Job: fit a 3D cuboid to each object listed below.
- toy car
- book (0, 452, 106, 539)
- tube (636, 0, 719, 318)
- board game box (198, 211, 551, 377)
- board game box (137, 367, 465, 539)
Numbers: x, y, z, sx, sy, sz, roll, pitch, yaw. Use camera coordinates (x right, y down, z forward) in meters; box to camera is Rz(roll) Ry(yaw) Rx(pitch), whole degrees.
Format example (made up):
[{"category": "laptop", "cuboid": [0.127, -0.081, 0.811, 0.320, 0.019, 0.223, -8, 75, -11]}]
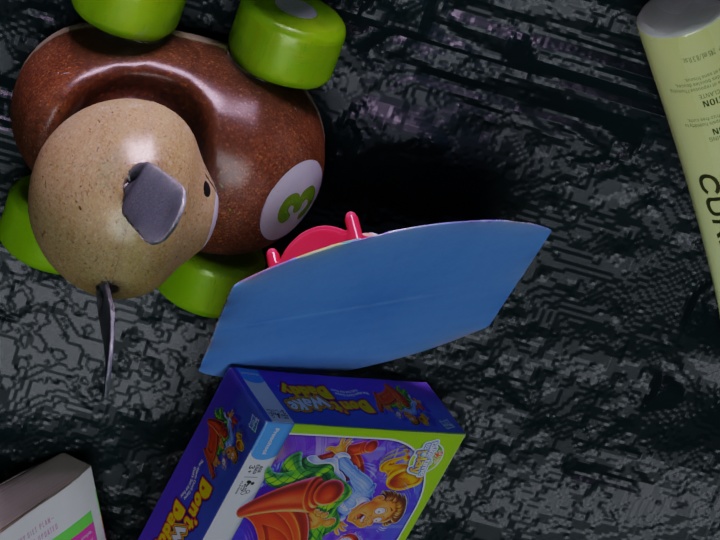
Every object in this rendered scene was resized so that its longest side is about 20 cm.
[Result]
[{"category": "toy car", "cuboid": [-0.093, -0.033, 1.309, 0.157, 0.200, 0.165, 16, 117, -10]}, {"category": "book", "cuboid": [-0.182, 0.214, 1.492, 0.133, 0.048, 0.201, -30, 125, -35]}, {"category": "tube", "cuboid": [0.193, -0.050, 1.397, 0.058, 0.052, 0.201, 9, 134, 41]}, {"category": "board game box", "cuboid": [0.000, 0.000, 1.367, 0.157, 0.039, 0.200, -9, 161, -15]}, {"category": "board game box", "cuboid": [-0.048, 0.145, 1.462, 0.134, 0.045, 0.201, 6, 123, -39]}]
